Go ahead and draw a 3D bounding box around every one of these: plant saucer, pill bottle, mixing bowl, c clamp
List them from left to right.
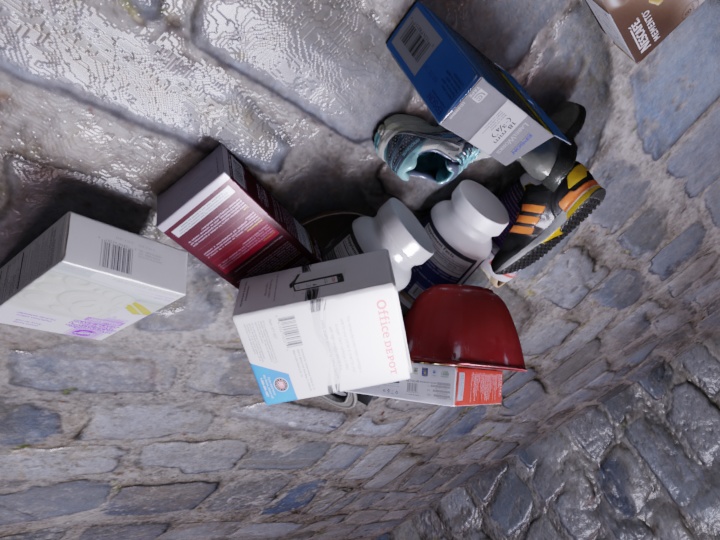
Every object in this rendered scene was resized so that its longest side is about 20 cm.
[{"bbox_3d":[-0.086,0.188,0.995,0.196,0.027,0.172,29,142,-1],"label":"c clamp"},{"bbox_3d":[-0.057,-0.022,0.830,0.195,0.033,0.203,-19,146,-13],"label":"plant saucer"},{"bbox_3d":[0.000,0.000,0.767,0.199,0.118,0.115,-40,144,19],"label":"pill bottle"},{"bbox_3d":[0.136,-0.035,0.865,0.113,0.118,0.201,6,135,-38],"label":"pill bottle"},{"bbox_3d":[0.142,0.082,0.793,0.193,0.112,0.200,4,171,1],"label":"mixing bowl"},{"bbox_3d":[0.273,-0.087,0.891,0.109,0.113,0.200,12,131,-42],"label":"pill bottle"}]

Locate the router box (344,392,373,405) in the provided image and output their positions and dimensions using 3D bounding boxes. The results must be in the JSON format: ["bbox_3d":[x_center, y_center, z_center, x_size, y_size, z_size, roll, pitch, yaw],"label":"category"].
[{"bbox_3d":[-0.009,0.141,0.982,0.146,0.052,0.202,29,132,0],"label":"router box"}]

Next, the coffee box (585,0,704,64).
[{"bbox_3d":[0.300,-0.340,0.602,0.114,0.081,0.198,-42,143,23],"label":"coffee box"}]

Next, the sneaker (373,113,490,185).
[{"bbox_3d":[0.115,-0.149,0.726,0.194,0.088,0.079,-9,144,-24],"label":"sneaker"}]

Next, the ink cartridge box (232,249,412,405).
[{"bbox_3d":[-0.043,0.073,0.690,0.194,0.085,0.149,-11,121,3],"label":"ink cartridge box"}]

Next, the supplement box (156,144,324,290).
[{"bbox_3d":[-0.143,-0.045,0.686,0.107,0.062,0.200,-33,134,12],"label":"supplement box"}]

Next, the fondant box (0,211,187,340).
[{"bbox_3d":[-0.315,0.017,0.633,0.196,0.060,0.143,-22,152,33],"label":"fondant box"}]

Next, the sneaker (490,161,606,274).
[{"bbox_3d":[0.258,-0.079,0.810,0.069,0.091,0.200,-3,146,-46],"label":"sneaker"}]

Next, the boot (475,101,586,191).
[{"bbox_3d":[0.225,-0.198,0.731,0.128,0.202,0.068,30,134,1],"label":"boot"}]

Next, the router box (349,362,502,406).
[{"bbox_3d":[0.085,0.159,0.800,0.195,0.051,0.178,-1,169,33],"label":"router box"}]

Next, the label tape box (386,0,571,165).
[{"bbox_3d":[0.137,-0.197,0.624,0.197,0.147,0.063,14,131,-44],"label":"label tape box"}]

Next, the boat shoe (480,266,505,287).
[{"bbox_3d":[0.299,-0.052,0.996,0.070,0.066,0.202,3,136,-36],"label":"boat shoe"}]

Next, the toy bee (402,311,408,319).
[{"bbox_3d":[0.142,0.087,1.036,0.195,0.135,0.108,8,178,-31],"label":"toy bee"}]
